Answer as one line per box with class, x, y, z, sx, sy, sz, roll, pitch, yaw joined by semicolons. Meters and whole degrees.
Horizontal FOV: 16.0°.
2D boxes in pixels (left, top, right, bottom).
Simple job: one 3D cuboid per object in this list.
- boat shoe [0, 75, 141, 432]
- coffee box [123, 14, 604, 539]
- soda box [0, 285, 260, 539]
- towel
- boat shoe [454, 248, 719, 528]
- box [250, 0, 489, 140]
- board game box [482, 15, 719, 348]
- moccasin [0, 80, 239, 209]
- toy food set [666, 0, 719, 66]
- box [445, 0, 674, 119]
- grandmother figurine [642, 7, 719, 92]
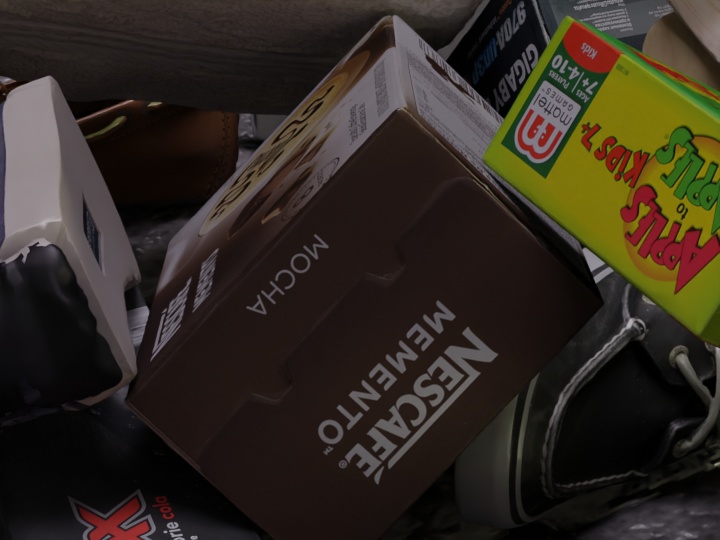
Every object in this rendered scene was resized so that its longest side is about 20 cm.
boat shoe;-0.119;0.001;0.750;0.092;0.075;0.200;-23;14;1
coffee box;0.000;0.000;0.772;0.080;0.113;0.200;43;10;-9
soda box;-0.075;0.076;0.743;0.070;0.064;0.200;-8;28;-15
towel;-0.063;-0.091;0.895;0.199;0.035;0.133;5;-15;-11
boat shoe;0.094;0.027;0.828;0.063;0.071;0.200;12;28;26
box;0.024;-0.142;1.120;0.127;0.110;0.200;3;27;6
board game box;0.138;0.002;0.709;0.199;0.048;0.102;21;14;-40
moccasin;-0.144;-0.054;0.982;0.200;0.078;0.074;-7;30;-12
toy food set;0.170;-0.100;0.712;0.143;0.061;0.200;-37;23;2
box;0.124;-0.075;0.949;0.199;0.159;0.046;-12;73;-23
grandmother figurine;0.150;-0.043;0.894;0.121;0.061;0.200;19;-4;14
